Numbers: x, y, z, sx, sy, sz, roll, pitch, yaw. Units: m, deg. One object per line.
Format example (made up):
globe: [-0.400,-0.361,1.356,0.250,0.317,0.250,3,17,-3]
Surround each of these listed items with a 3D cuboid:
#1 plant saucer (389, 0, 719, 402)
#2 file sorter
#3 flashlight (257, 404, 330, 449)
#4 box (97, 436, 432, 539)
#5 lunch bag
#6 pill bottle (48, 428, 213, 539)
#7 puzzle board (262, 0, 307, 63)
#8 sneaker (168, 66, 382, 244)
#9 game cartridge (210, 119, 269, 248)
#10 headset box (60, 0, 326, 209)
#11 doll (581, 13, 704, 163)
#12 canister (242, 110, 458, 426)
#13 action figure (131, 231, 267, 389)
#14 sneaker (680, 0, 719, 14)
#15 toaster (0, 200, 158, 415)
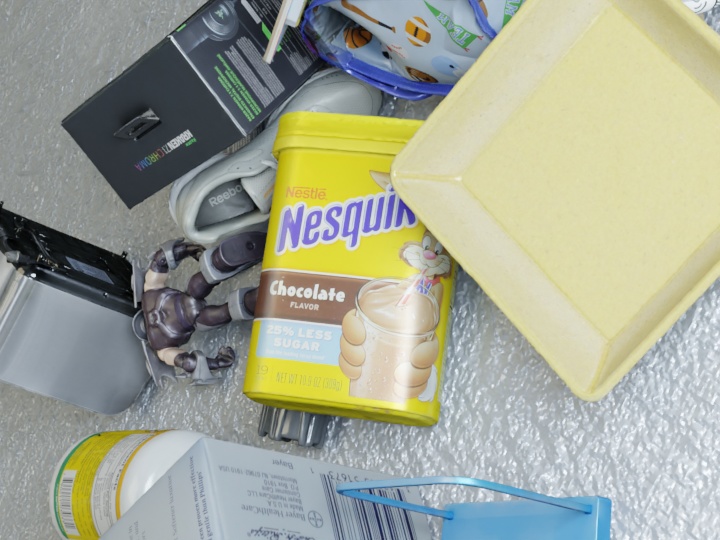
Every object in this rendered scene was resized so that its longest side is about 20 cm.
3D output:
plant saucer: [0.144,-0.060,0.824,0.200,0.048,0.200,-49,65,18]
file sorter: [0.052,0.226,0.818,0.138,0.122,0.202,-14,63,50]
flashlight: [-0.030,0.033,1.070,0.067,0.068,0.202,9,83,22]
box: [-0.078,0.219,0.946,0.200,0.183,0.106,-44,45,34]
lunch bag: [0.068,-0.209,0.957,0.199,0.124,0.171,10,58,48]
pill bottle: [-0.164,0.186,1.140,0.199,0.112,0.114,-10,67,52]
puzzle board: [-0.019,-0.253,0.951,0.151,0.017,0.201,-80,11,-61]
sneaker: [-0.061,-0.082,1.100,0.199,0.076,0.092,-37,21,4]
game cartridge: [-0.086,-0.114,1.237,0.133,0.041,0.202,-30,52,39]
headset box: [-0.118,-0.154,1.103,0.173,0.093,0.200,-24,19,48]
doll: [0.152,-0.085,0.878,0.136,0.048,0.201,37,104,39]
canister: [0.000,0.000,0.984,0.147,0.087,0.202,6,79,13]
action figure: [-0.135,0.030,1.190,0.199,0.069,0.131,-22,88,47]
sneaker: [0.216,-0.239,0.846,0.067,0.109,0.202,9,45,28]
toaster: [-0.293,0.032,1.314,0.181,0.199,0.120,37,100,53]
